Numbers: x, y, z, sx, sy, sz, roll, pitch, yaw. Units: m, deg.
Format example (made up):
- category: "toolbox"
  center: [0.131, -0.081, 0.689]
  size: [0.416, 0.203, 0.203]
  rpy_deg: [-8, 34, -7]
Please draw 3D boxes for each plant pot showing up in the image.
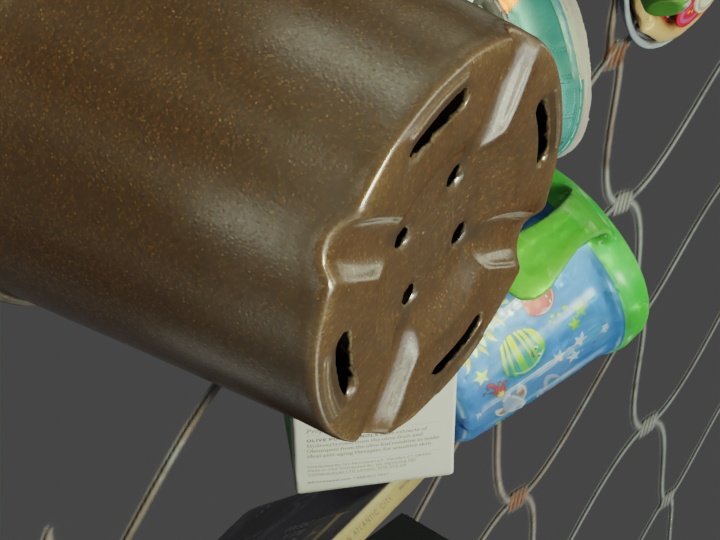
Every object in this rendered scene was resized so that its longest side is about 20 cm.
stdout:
- category: "plant pot"
  center: [-0.049, -0.047, 0.690]
  size: [0.200, 0.198, 0.200]
  rpy_deg: [-45, 151, -34]

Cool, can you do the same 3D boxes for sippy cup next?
- category: "sippy cup"
  center: [0.069, 0.023, 1.092]
  size: [0.130, 0.140, 0.178]
  rpy_deg: [-40, 139, -21]

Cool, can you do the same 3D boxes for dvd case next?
- category: "dvd case"
  center: [-0.072, 0.166, 0.962]
  size: [0.149, 0.016, 0.200]
  rpy_deg: [-24, -167, 48]

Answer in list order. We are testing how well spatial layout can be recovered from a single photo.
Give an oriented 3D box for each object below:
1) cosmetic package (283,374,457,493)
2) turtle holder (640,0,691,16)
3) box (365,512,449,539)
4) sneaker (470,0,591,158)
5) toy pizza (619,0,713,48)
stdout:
- category: "cosmetic package"
  center: [0.000, 0.000, 0.919]
  size: [0.108, 0.085, 0.200]
  rpy_deg: [-101, -174, -45]
- category: "turtle holder"
  center: [0.120, -0.202, 0.947]
  size: [0.186, 0.141, 0.132]
  rpy_deg: [41, 60, -56]
- category: "box"
  center: [0.000, 0.279, 1.257]
  size: [0.141, 0.079, 0.200]
  rpy_deg: [-25, 135, -50]
- category: "sneaker"
  center: [0.033, -0.135, 0.841]
  size: [0.080, 0.071, 0.200]
  rpy_deg: [-25, 94, -45]
- category: "toy pizza"
  center: [0.228, -0.234, 1.254]
  size: [0.200, 0.032, 0.200]
  rpy_deg: [-45, 150, -35]
